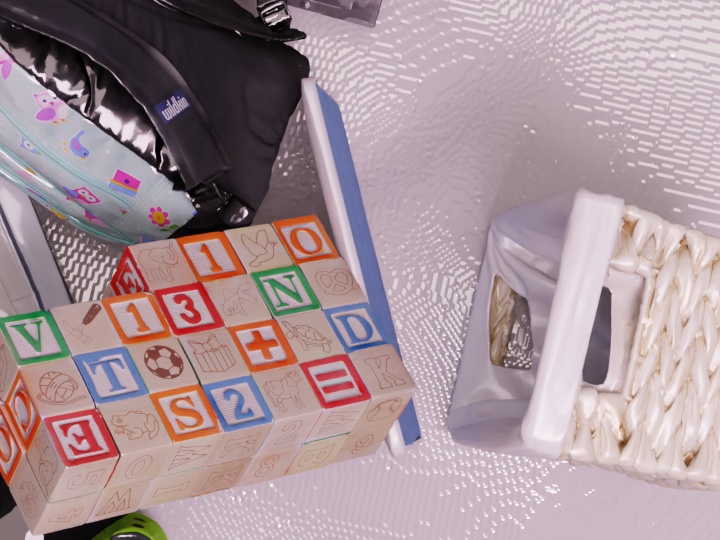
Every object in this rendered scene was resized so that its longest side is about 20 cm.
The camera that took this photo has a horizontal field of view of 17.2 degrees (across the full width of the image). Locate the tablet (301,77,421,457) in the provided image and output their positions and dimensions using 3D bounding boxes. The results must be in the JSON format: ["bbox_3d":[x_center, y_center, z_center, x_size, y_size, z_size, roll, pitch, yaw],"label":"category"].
[{"bbox_3d":[0.000,0.000,1.276,0.014,0.130,0.201,-15,87,5],"label":"tablet"}]

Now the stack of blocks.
[{"bbox_3d":[-0.088,0.047,1.164,0.199,0.059,0.115,-11,57,-34],"label":"stack of blocks"}]

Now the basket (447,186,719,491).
[{"bbox_3d":[0.133,0.041,1.252,0.123,0.200,0.136,14,85,-9],"label":"basket"}]

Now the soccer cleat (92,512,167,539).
[{"bbox_3d":[-0.147,0.228,1.273,0.067,0.081,0.201,14,85,-3],"label":"soccer cleat"}]

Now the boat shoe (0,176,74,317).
[{"bbox_3d":[-0.198,0.027,1.288,0.086,0.075,0.203,-22,85,-6],"label":"boat shoe"}]

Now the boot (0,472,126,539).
[{"bbox_3d":[-0.157,0.160,1.203,0.210,0.079,0.159,-12,81,-3],"label":"boot"}]

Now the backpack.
[{"bbox_3d":[-0.140,-0.102,1.255,0.199,0.127,0.167,32,43,-18],"label":"backpack"}]

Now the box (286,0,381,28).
[{"bbox_3d":[-0.043,-0.237,1.265,0.158,0.201,0.048,14,44,-2],"label":"box"}]
